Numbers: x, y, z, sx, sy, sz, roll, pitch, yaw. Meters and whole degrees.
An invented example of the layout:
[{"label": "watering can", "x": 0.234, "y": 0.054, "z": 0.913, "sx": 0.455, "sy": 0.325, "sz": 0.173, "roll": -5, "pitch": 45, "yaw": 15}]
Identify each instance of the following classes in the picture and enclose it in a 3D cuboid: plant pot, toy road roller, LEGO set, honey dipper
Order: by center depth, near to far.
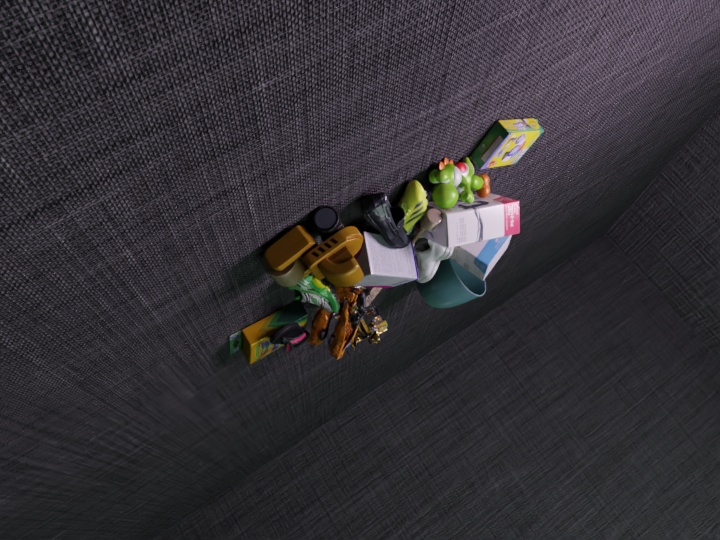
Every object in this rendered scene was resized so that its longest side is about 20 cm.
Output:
[{"label": "toy road roller", "x": -0.081, "y": -0.018, "z": 1.162, "sx": 0.199, "sy": 0.147, "sz": 0.123, "roll": -35, "pitch": 161, "yaw": -3}, {"label": "honey dipper", "x": 0.146, "y": -0.092, "z": 1.397, "sx": 0.038, "sy": 0.038, "sz": 0.200, "roll": -28, "pitch": 169, "yaw": -20}, {"label": "LEGO set", "x": -0.031, "y": 0.120, "z": 1.540, "sx": 0.115, "sy": 0.202, "sz": 0.153, "roll": -22, "pitch": 177, "yaw": -35}, {"label": "plant pot", "x": 0.271, "y": 0.025, "z": 1.826, "sx": 0.160, "sy": 0.203, "sz": 0.200, "roll": -33, "pitch": 165, "yaw": 32}]

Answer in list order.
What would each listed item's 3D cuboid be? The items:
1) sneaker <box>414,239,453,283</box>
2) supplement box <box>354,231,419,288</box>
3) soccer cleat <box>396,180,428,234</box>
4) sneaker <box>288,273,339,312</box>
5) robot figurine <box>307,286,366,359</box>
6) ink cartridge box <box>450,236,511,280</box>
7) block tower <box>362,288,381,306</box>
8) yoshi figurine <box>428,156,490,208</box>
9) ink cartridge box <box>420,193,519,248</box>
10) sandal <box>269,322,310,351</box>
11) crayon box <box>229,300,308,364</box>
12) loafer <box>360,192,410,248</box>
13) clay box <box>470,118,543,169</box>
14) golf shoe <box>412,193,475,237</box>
[{"label": "sneaker", "x": 0.175, "y": -0.039, "z": 1.572, "sx": 0.087, "sy": 0.076, "sz": 0.201, "roll": 13, "pitch": 145, "yaw": -13}, {"label": "supplement box", "x": 0.038, "y": -0.020, "z": 1.356, "sx": 0.100, "sy": 0.105, "sz": 0.199, "roll": -17, "pitch": 167, "yaw": 35}, {"label": "soccer cleat", "x": 0.100, "y": -0.130, "z": 1.345, "sx": 0.083, "sy": 0.065, "sz": 0.201, "roll": -25, "pitch": 158, "yaw": -23}, {"label": "sneaker", "x": -0.110, "y": 0.045, "z": 1.365, "sx": 0.084, "sy": 0.079, "sz": 0.200, "roll": -27, "pitch": 142, "yaw": 8}, {"label": "robot figurine", "x": -0.059, "y": 0.114, "z": 1.479, "sx": 0.058, "sy": 0.144, "sz": 0.202, "roll": -17, "pitch": 131, "yaw": -67}, {"label": "ink cartridge box", "x": 0.298, "y": -0.094, "z": 1.601, "sx": 0.126, "sy": 0.199, "sz": 0.129, "roll": -50, "pitch": 164, "yaw": -12}, {"label": "block tower", "x": 0.040, "y": 0.018, "z": 1.581, "sx": 0.057, "sy": 0.054, "sz": 0.201, "roll": -13, "pitch": 146, "yaw": -48}, {"label": "yoshi figurine", "x": 0.222, "y": -0.190, "z": 1.357, "sx": 0.112, "sy": 0.113, "sz": 0.199, "roll": -41, "pitch": 159, "yaw": 34}, {"label": "ink cartridge box", "x": 0.261, "y": -0.125, "z": 1.401, "sx": 0.197, "sy": 0.086, "sz": 0.145, "roll": -11, "pitch": -162, "yaw": -17}, {"label": "sandal", "x": -0.166, "y": 0.176, "z": 1.467, "sx": 0.075, "sy": 0.045, "sz": 0.200, "roll": -38, "pitch": 161, "yaw": 5}, {"label": "crayon box", "x": -0.234, "y": 0.165, "z": 1.475, "sx": 0.198, "sy": 0.052, "sz": 0.126, "roll": -27, "pitch": 159, "yaw": -24}, {"label": "loafer", "x": 0.070, "y": -0.108, "z": 1.274, "sx": 0.070, "sy": 0.069, "sz": 0.200, "roll": -23, "pitch": 148, "yaw": 18}, {"label": "clay box", "x": 0.365, "y": -0.310, "z": 1.409, "sx": 0.199, "sy": 0.048, "sz": 0.115, "roll": -16, "pitch": 153, "yaw": -43}, {"label": "golf shoe", "x": 0.218, "y": -0.147, "z": 1.516, "sx": 0.198, "sy": 0.073, "sz": 0.092, "roll": -24, "pitch": 175, "yaw": -12}]
